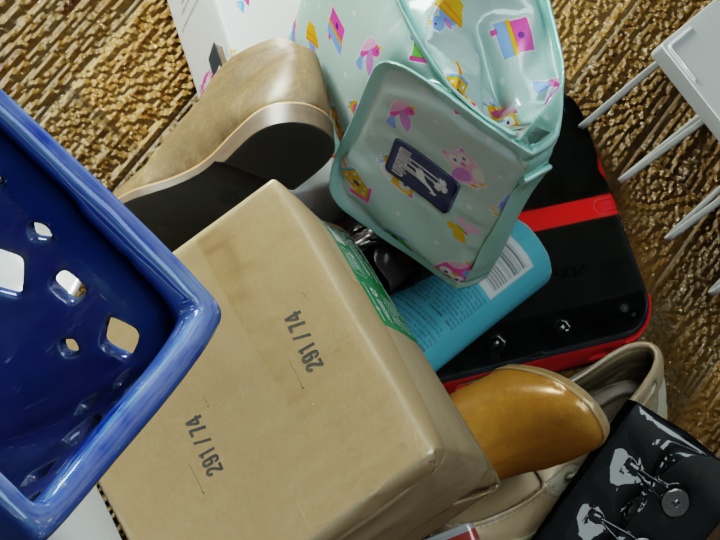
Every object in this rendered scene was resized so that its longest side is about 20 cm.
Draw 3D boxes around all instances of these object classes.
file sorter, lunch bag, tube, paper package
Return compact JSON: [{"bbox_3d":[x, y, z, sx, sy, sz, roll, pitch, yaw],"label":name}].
[{"bbox_3d":[0.259,-0.071,1.854,0.200,0.124,0.139,52,50,0],"label":"file sorter"},{"bbox_3d":[0.045,-0.108,1.630,0.121,0.171,0.201,-10,64,-20],"label":"lunch bag"},{"bbox_3d":[0.030,0.038,1.741,0.200,0.051,0.077,-35,51,-27],"label":"tube"},{"bbox_3d":[-0.053,0.087,1.618,0.190,0.103,0.201,-36,64,8],"label":"paper package"}]

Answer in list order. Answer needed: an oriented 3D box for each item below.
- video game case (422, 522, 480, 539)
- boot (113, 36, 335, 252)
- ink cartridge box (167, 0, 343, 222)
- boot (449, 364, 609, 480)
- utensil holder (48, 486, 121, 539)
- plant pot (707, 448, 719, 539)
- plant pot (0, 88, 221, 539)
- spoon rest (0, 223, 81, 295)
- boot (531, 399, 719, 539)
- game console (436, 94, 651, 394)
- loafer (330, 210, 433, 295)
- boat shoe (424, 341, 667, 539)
[{"bbox_3d":[0.035,0.267,1.676,0.142,0.017,0.201,-22,81,10],"label":"video game case"},{"bbox_3d":[-0.089,-0.066,1.689,0.073,0.200,0.076,25,48,-37],"label":"boot"},{"bbox_3d":[-0.024,-0.130,1.771,0.144,0.084,0.201,-12,72,-22],"label":"ink cartridge box"},{"bbox_3d":[0.041,0.126,1.671,0.144,0.201,0.071,-45,113,-33],"label":"boot"},{"bbox_3d":[-0.228,0.132,1.571,0.169,0.170,0.201,-22,81,-27],"label":"utensil holder"},{"bbox_3d":[0.333,0.193,1.794,0.199,0.187,0.188,31,63,-26],"label":"plant pot"},{"bbox_3d":[-0.220,0.047,1.389,0.200,0.180,0.200,44,40,-7],"label":"plant pot"},{"bbox_3d":[-0.251,-0.001,1.663,0.199,0.061,0.100,-18,81,-26],"label":"spoon rest"},{"bbox_3d":[0.168,0.201,1.731,0.165,0.066,0.200,39,79,-19],"label":"boot"},{"bbox_3d":[0.080,-0.016,1.828,0.199,0.031,0.178,-12,73,-26],"label":"game console"},{"bbox_3d":[0.000,0.000,1.722,0.199,0.072,0.063,-22,49,5],"label":"loafer"},{"bbox_3d":[0.112,0.107,1.764,0.071,0.065,0.200,31,49,32],"label":"boat shoe"}]
